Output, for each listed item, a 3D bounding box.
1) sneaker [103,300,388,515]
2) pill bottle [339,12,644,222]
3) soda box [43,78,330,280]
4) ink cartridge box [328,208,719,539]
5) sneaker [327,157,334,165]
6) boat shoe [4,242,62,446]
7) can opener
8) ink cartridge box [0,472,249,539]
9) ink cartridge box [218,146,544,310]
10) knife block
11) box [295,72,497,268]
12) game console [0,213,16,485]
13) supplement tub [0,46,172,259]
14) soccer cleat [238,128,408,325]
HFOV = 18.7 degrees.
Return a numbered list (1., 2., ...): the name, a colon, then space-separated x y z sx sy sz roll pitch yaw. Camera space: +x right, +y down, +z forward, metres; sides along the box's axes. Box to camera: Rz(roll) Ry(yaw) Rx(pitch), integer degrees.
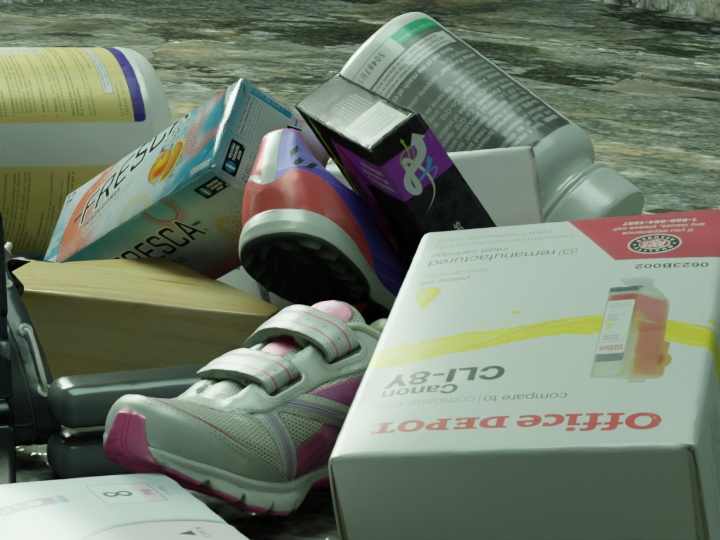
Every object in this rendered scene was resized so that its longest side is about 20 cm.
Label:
1. sneaker: -0.035 0.056 0.977 0.081 0.088 0.200 13 7 37
2. pill bottle: 0.081 -0.071 1.441 0.200 0.113 0.113 39 26 20
3. soda box: -0.102 -0.033 1.235 0.068 0.064 0.200 32 -35 -24
4. ink cartridge box: 0.082 0.057 0.902 0.145 0.084 0.200 -4 26 16
5. sneaker: 0.000 -0.040 1.514 0.078 0.080 0.200 6 14 6
6. boat shoe: -0.196 0.012 1.087 0.060 0.074 0.200 -2 42 -24
7. can opener: -0.058 0.066 1.062 0.200 0.053 0.066 -6 16 -27
8. ink cartridge box: -0.133 0.122 0.792 0.200 0.057 0.163 2 11 -28
9. ink cartridge box: -0.001 -0.023 1.308 0.145 0.085 0.200 -9 5 -27
10. knife block: -0.160 0.037 1.144 0.175 0.064 0.200 -5 15 -32
11. box: 0.049 -0.006 1.135 0.036 0.200 0.143 -39 20 -5
12. game console: -0.252 0.040 0.946 0.200 0.119 0.171 -4 13 -9
13. supplement tub: -0.239 -0.077 1.459 0.200 0.146 0.145 -2 13 -25
14. soccer cleat: 0.000 0.000 1.142 0.068 0.073 0.200 -13 -31 23
